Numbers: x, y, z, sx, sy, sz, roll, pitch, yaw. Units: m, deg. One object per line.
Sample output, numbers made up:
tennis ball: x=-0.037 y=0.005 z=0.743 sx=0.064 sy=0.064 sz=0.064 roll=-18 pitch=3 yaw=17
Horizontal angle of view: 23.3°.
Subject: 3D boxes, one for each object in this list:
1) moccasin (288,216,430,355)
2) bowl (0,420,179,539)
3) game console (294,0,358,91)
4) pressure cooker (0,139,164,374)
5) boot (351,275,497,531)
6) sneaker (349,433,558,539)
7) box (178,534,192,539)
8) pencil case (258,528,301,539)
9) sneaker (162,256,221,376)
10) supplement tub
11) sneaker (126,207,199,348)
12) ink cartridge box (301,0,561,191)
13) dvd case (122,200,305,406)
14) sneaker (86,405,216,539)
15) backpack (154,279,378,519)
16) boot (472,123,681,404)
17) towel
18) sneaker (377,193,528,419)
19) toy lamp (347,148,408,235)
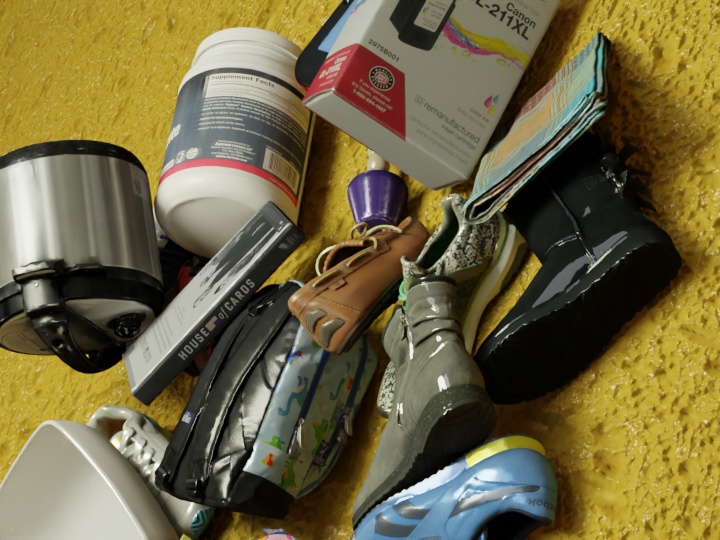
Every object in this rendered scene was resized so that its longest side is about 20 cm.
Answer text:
moccasin: x=-0.001 y=0.001 z=1.454 sx=0.201 sy=0.078 sz=0.074 roll=-44 pitch=-9 yaw=-51
bowl: x=-0.242 y=0.252 z=1.563 sx=0.200 sy=0.074 sz=0.200 roll=49 pitch=122 yaw=28
game console: x=0.046 y=-0.229 z=1.624 sx=0.176 sy=0.031 sz=0.200 roll=21 pitch=69 yaw=44
pressure cooker: x=-0.274 y=-0.003 z=1.642 sx=0.178 sy=0.175 sz=0.201 roll=-33 pitch=61 yaw=49
boot: x=0.041 y=0.104 z=1.331 sx=0.200 sy=0.067 sz=0.131 roll=120 pitch=147 yaw=-43
sneaker: x=0.063 y=0.198 z=1.281 sx=0.200 sy=0.066 sz=0.079 roll=-37 pitch=42 yaw=29
box: x=-0.177 y=0.315 z=1.457 sx=0.200 sy=0.075 sz=0.050 roll=-52 pitch=6 yaw=25
pencil case: x=-0.028 y=0.271 z=1.323 sx=0.088 sy=0.087 sz=0.200 roll=-58 pitch=32 yaw=0
sneaker: x=-0.149 y=0.071 z=1.660 sx=0.098 sy=0.071 sz=0.201 roll=-50 pitch=32 yaw=11
supplement tub: x=-0.119 y=-0.122 z=1.715 sx=0.140 sy=0.140 sz=0.201 roll=-24 pitch=46 yaw=40
sneaker: x=-0.207 y=-0.005 z=1.789 sx=0.115 sy=0.080 sz=0.200 roll=-40 pitch=35 yaw=29
ink cartridge box: x=0.065 y=-0.194 z=1.503 sx=0.201 sy=0.145 sz=0.083 roll=-62 pitch=15 yaw=-14
dvd case: x=-0.133 y=0.025 z=1.554 sx=0.200 sy=0.025 sz=0.150 roll=-47 pitch=14 yaw=1
sneaker: x=-0.195 y=0.189 z=1.613 sx=0.077 sy=0.081 sz=0.200 roll=-56 pitch=34 yaw=-1
backpack: x=-0.074 y=0.108 z=1.483 sx=0.163 sy=0.153 sz=0.201 roll=-4 pitch=73 yaw=60
boot: x=0.146 y=-0.009 z=1.336 sx=0.198 sy=0.073 sz=0.163 roll=-42 pitch=36 yaw=16
towel: x=0.143 y=-0.117 z=1.400 sx=0.147 sy=0.022 sz=0.200 roll=-43 pitch=10 yaw=22
sneaker: x=0.053 y=0.023 z=1.415 sx=0.077 sy=0.088 sz=0.201 roll=17 pitch=77 yaw=56
toy lamp: x=0.018 y=-0.113 z=1.607 sx=0.058 sy=0.058 sz=0.201 roll=-30 pitch=40 yaw=35
